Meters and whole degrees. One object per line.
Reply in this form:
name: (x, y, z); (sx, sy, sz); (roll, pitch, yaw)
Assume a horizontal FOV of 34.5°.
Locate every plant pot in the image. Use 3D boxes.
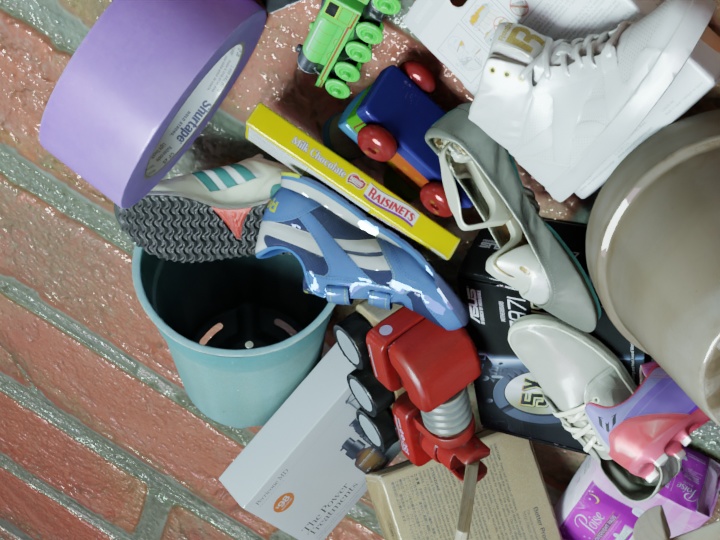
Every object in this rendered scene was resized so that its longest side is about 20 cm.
plant pot: (-0.112, 0.045, 1.134); (0.198, 0.202, 0.197); (22, 147, 13)
plant pot: (0.267, 0.017, 0.787); (0.196, 0.174, 0.203); (-1, 122, -1)

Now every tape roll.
tape roll: (-0.167, -0.155, 0.945); (0.085, 0.201, 0.200); (37, 141, -3)

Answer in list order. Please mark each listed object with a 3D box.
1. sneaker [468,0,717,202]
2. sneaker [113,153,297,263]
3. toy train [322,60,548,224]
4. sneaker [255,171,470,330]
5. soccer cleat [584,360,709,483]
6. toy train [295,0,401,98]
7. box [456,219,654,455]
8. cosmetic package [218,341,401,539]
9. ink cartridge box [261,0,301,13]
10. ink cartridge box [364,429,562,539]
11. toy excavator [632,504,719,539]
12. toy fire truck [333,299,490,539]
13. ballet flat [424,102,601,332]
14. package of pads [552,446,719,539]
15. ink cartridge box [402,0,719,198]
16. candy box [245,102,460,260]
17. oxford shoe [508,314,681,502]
sneaker: (0.142, -0.137, 0.786); (0.115, 0.074, 0.200); (38, 143, 0)
sneaker: (-0.121, -0.063, 1.059); (0.196, 0.094, 0.071); (-1, 124, 2)
toy train: (0.063, -0.078, 0.975); (0.199, 0.085, 0.115); (40, 157, -19)
sneaker: (0.000, 0.000, 0.969); (0.199, 0.083, 0.074); (33, 175, 9)
soccer cleat: (0.265, 0.085, 0.916); (0.077, 0.199, 0.067); (46, 156, 23)
toy train: (-0.005, -0.195, 0.887); (0.056, 0.042, 0.200); (26, 155, -8)
box: (0.183, 0.061, 1.017); (0.162, 0.086, 0.202); (12, 136, 26)
cosmetic package: (-0.026, 0.168, 1.152); (0.052, 0.200, 0.151); (39, 177, 40)
ink cartridge box: (-0.020, -0.266, 0.864); (0.198, 0.037, 0.095); (-13, 123, 40)
ink cartridge box: (0.113, 0.272, 1.153); (0.075, 0.162, 0.203); (146, 107, -74)
toy excavator: (0.333, 0.170, 0.933); (0.192, 0.201, 0.101); (0, 131, 34)
toy fire truck: (0.066, 0.131, 1.014); (0.200, 0.128, 0.178); (39, 153, 42)
ballet flat: (0.111, -0.031, 0.893); (0.202, 0.063, 0.067); (61, 162, 1)
package of pads: (0.263, 0.239, 1.151); (0.119, 0.076, 0.201); (26, 140, 8)
ink cartridge box: (0.146, -0.169, 0.851); (0.200, 0.050, 0.162); (46, 141, 1)
candy box: (-0.010, -0.072, 0.982); (0.199, 0.027, 0.102); (34, 175, -6)
oxford shoe: (0.192, 0.115, 0.952); (0.200, 0.058, 0.075); (48, 141, -15)
